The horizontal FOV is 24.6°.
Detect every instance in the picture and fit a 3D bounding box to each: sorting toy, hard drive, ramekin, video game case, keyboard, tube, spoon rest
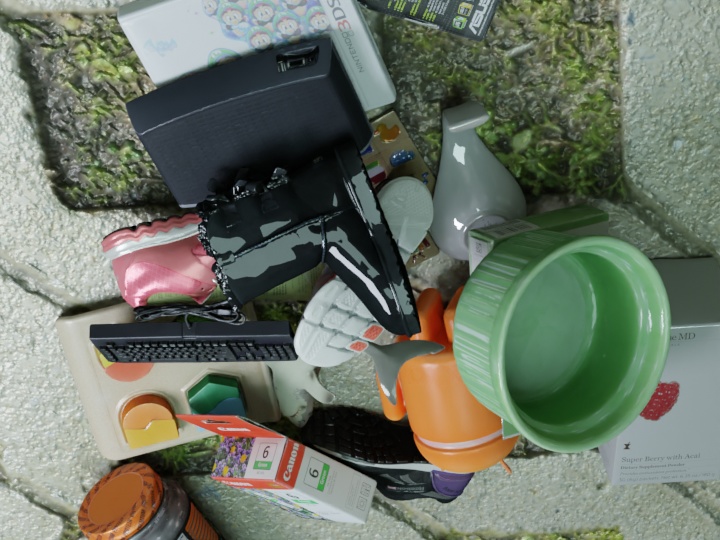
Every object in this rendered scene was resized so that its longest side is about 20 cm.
[{"bbox_3d":[-0.192,0.106,1.676,0.198,0.037,0.186,-12,124,1],"label":"sorting toy"},{"bbox_3d":[-0.098,-0.127,1.489,0.198,0.043,0.135,-16,135,11],"label":"hard drive"},{"bbox_3d":[0.181,0.058,1.527,0.198,0.097,0.202,-8,105,-30],"label":"ramekin"},{"bbox_3d":[-0.089,-0.192,1.470,0.198,0.024,0.183,-16,135,12],"label":"video game case"},{"bbox_3d":[-0.160,0.063,1.566,0.198,0.021,0.127,-2,151,9],"label":"keyboard"},{"bbox_3d":[-0.118,0.001,1.607,0.198,0.052,0.058,-5,143,-3],"label":"tube"},{"bbox_3d":[0.108,-0.087,1.581,0.098,0.061,0.201,-17,137,-5],"label":"spoon rest"}]

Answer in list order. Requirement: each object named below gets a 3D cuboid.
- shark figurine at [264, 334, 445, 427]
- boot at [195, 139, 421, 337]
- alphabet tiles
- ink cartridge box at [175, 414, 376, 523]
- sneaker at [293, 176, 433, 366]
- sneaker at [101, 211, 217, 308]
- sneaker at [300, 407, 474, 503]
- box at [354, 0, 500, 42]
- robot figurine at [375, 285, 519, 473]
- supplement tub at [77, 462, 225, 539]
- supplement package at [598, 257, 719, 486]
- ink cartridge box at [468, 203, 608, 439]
[{"bbox_3d":[-0.025,0.072,1.630,0.214,0.089,0.129,-24,105,49],"label":"shark figurine"},{"bbox_3d":[-0.048,-0.009,1.484,0.161,0.073,0.200,-22,101,4],"label":"boot"},{"bbox_3d":[-0.010,-0.068,1.603,0.165,0.006,0.201,-27,122,11],"label":"alphabet tiles"},{"bbox_3d":[-0.091,0.203,1.688,0.199,0.051,0.108,30,158,-37],"label":"ink cartridge box"},{"bbox_3d":[0.000,0.000,1.571,0.077,0.082,0.201,34,90,-22],"label":"sneaker"},{"bbox_3d":[-0.139,-0.016,1.555,0.198,0.074,0.088,-13,93,3],"label":"sneaker"},{"bbox_3d":[0.026,0.210,1.751,0.198,0.076,0.088,12,127,-15],"label":"sneaker"},{"bbox_3d":[0.053,-0.315,1.426,0.191,0.048,0.201,14,121,-13],"label":"box"},{"bbox_3d":[0.097,0.117,1.663,0.143,0.117,0.202,-19,113,-15],"label":"robot figurine"},{"bbox_3d":[-0.207,0.305,1.753,0.122,0.123,0.201,-27,122,11],"label":"supplement tub"},{"bbox_3d":[0.308,0.103,1.685,0.120,0.120,0.202,-3,123,-5],"label":"supplement package"},{"bbox_3d":[0.178,0.048,1.609,0.144,0.048,0.202,-14,110,-30],"label":"ink cartridge box"}]
